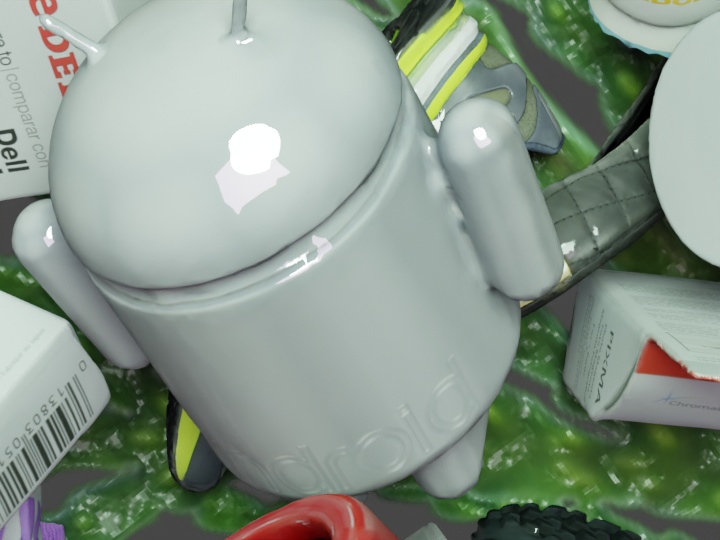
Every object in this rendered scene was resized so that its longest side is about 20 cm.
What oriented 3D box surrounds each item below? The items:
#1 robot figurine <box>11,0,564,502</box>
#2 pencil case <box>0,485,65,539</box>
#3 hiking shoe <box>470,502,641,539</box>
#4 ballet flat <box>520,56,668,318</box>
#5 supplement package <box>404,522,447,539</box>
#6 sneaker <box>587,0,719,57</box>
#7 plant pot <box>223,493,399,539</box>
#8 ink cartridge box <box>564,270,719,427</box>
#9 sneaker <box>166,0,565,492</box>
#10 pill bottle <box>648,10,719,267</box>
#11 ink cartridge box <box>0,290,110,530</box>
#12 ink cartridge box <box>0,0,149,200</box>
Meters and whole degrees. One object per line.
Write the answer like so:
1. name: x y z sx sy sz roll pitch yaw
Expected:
1. robot figurine: -0.022 -0.009 0.716 0.169 0.113 0.200 -14 132 21
2. pencil case: -0.207 0.081 0.815 0.198 0.084 0.086 -3 129 -2
3. hiking shoe: 0.115 0.160 0.832 0.199 0.074 0.087 33 102 14
4. ballet flat: 0.099 -0.056 0.822 0.057 0.066 0.200 45 67 -8
5. supplement package: 0.040 0.212 0.822 0.121 0.120 0.201 -35 95 -2
6. sneaker: 0.133 -0.174 0.800 0.076 0.081 0.201 15 66 9
7. plant pot: -0.014 0.194 0.658 0.200 0.200 0.183 -44 98 -1
8. ink cartridge box: 0.162 0.044 0.772 0.161 0.200 0.057 7 103 -5
9. sneaker: 0.000 0.000 0.831 0.081 0.074 0.201 35 92 -9
10. pill bottle: 0.197 -0.044 0.783 0.199 0.112 0.113 -2 94 -36
11. ink cartridge box: -0.207 0.052 0.768 0.199 0.057 0.163 20 58 34
12. ink cartridge box: -0.169 -0.095 0.754 0.198 0.084 0.145 -8 133 8
